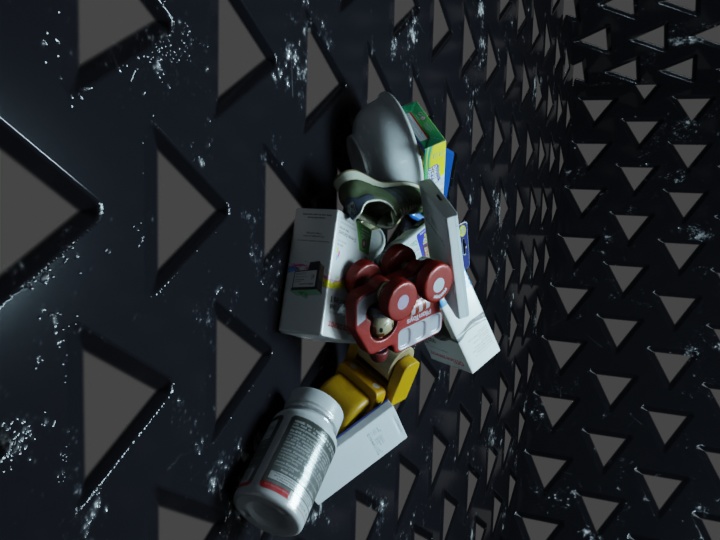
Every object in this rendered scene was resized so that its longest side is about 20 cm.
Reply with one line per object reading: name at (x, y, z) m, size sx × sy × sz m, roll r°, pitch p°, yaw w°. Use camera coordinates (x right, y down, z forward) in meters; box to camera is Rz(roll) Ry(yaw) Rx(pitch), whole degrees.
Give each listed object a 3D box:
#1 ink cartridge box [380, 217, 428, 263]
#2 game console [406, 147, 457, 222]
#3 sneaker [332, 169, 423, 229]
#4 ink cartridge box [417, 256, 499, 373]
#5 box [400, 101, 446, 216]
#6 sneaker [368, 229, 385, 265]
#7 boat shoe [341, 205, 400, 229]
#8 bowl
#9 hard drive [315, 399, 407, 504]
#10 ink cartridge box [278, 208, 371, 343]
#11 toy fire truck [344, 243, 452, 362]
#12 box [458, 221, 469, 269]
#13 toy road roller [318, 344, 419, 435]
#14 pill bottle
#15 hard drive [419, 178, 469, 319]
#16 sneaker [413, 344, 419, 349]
ink cartridge box at (0.125, 0.016, 1.627) m, size 0.197 × 0.046 × 0.203 m, roll -38°, pitch 118°, yaw -51°
game console at (0.155, -0.184, 1.821) m, size 0.169 × 0.118 × 0.203 m, roll 22°, pitch 71°, yaw -33°
sneaker at (0.045, -0.103, 1.296) m, size 0.198 × 0.067 × 0.091 m, roll 9°, pitch 49°, yaw -38°
ink cartridge box at (0.167, 0.085, 1.507) m, size 0.083 × 0.144 × 0.202 m, roll -35°, pitch 112°, yaw -21°
box at (0.107, -0.191, 1.405) m, size 0.201 × 0.048 × 0.118 m, roll 82°, pitch -18°, yaw -53°
sneaker at (0.000, 0.000, 1.445) m, size 0.202 × 0.069 × 0.100 m, roll -79°, pitch -178°, yaw -50°
boat shoe at (0.024, -0.117, 1.461) m, size 0.200 × 0.071 × 0.067 m, roll -23°, pitch 120°, yaw -59°
bowl at (0.032, -0.210, 1.390) m, size 0.201 × 0.089 × 0.204 m, roll 160°, pitch -90°, yaw -79°
hard drive at (-0.015, 0.316, 1.343) m, size 0.199 × 0.025 × 0.133 m, roll -35°, pitch 144°, yaw -9°
ink cartridge box at (-0.055, 0.013, 1.281) m, size 0.144 × 0.083 × 0.204 m, roll 24°, pitch 72°, yaw -65°
toy fire truck at (0.061, 0.064, 1.269) m, size 0.198 × 0.111 × 0.171 m, roll -23°, pitch 124°, yaw -35°
box at (0.165, -0.026, 1.748) m, size 0.198 × 0.032 × 0.123 m, roll -25°, pitch 121°, yaw -30°
toy road roller at (-0.001, 0.204, 1.358) m, size 0.145 × 0.122 × 0.202 m, roll -14°, pitch 133°, yaw -50°
pill bottle at (-0.103, 0.287, 1.183) m, size 0.201 × 0.112 × 0.115 m, roll -63°, pitch 148°, yaw -41°
hard drive at (0.141, -0.036, 1.304) m, size 0.132 × 0.026 × 0.203 m, roll -117°, pitch -167°, yaw -54°
sneaker at (0.070, 0.079, 1.448) m, size 0.075 × 0.115 × 0.202 m, roll -32°, pitch 151°, yaw -45°
